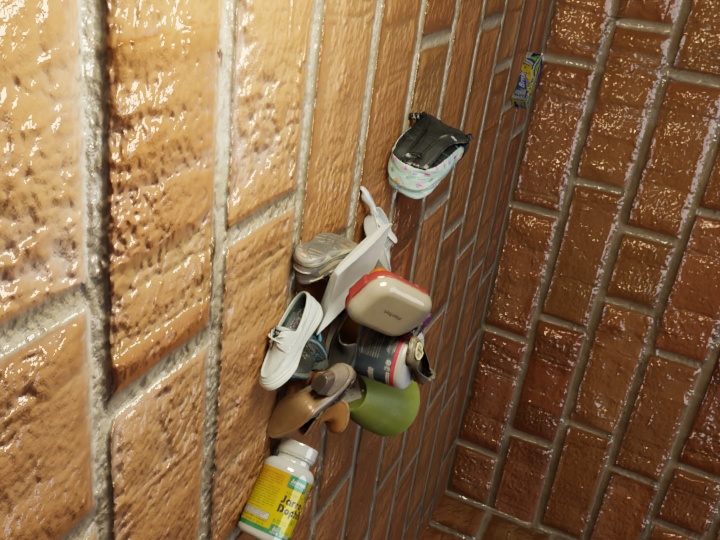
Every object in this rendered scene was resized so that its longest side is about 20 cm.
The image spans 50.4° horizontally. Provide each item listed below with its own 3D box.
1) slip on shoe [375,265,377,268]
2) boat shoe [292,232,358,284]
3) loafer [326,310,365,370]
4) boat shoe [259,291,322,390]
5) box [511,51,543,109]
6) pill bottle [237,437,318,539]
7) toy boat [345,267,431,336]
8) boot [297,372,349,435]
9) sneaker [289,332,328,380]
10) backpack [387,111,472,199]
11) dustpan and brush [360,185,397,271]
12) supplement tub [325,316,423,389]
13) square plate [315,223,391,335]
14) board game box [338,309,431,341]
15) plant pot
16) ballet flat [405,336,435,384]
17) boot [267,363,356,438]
[{"bbox_3d":[0.000,0.000,1.699,0.200,0.075,0.061,66,23,-72],"label":"slip on shoe"},{"bbox_3d":[-0.074,-0.022,1.496,0.199,0.074,0.074,-20,135,-57],"label":"boat shoe"},{"bbox_3d":[-0.032,0.150,1.653,0.072,0.072,0.202,-24,133,-72],"label":"loafer"},{"bbox_3d":[-0.142,0.126,1.439,0.202,0.070,0.072,-61,139,-29],"label":"boat shoe"},{"bbox_3d":[0.635,-0.724,2.914,0.070,0.064,0.202,40,69,-69],"label":"box"},{"bbox_3d":[-0.163,0.452,1.567,0.113,0.112,0.201,66,45,-63],"label":"pill bottle"},{"bbox_3d":[0.053,0.048,1.597,0.130,0.131,0.199,-42,135,23],"label":"toy boat"},{"bbox_3d":[-0.087,0.325,1.725,0.155,0.076,0.202,-51,149,-51],"label":"boot"},{"bbox_3d":[-0.122,0.172,1.535,0.200,0.072,0.083,-13,102,-75],"label":"sneaker"},{"bbox_3d":[0.150,-0.265,1.789,0.200,0.166,0.127,-48,155,-39],"label":"backpack"},{"bbox_3d":[0.037,-0.107,1.718,0.200,0.057,0.140,50,27,-32],"label":"dustpan and brush"},{"bbox_3d":[0.034,0.177,1.755,0.140,0.198,0.142,17,90,-71],"label":"supplement tub"},{"bbox_3d":[-0.021,0.013,1.554,0.198,0.028,0.201,-44,164,-41],"label":"square plate"},{"bbox_3d":[0.048,0.098,1.727,0.120,0.198,0.033,-42,145,-56],"label":"board game box"},{"bbox_3d":[0.023,0.317,1.929,0.200,0.186,0.189,26,82,-56],"label":"plant pot"},{"bbox_3d":[0.133,0.202,1.673,0.201,0.046,0.068,70,40,-58],"label":"ballet flat"},{"bbox_3d":[-0.090,0.272,1.589,0.200,0.070,0.146,-44,160,12],"label":"boot"}]
